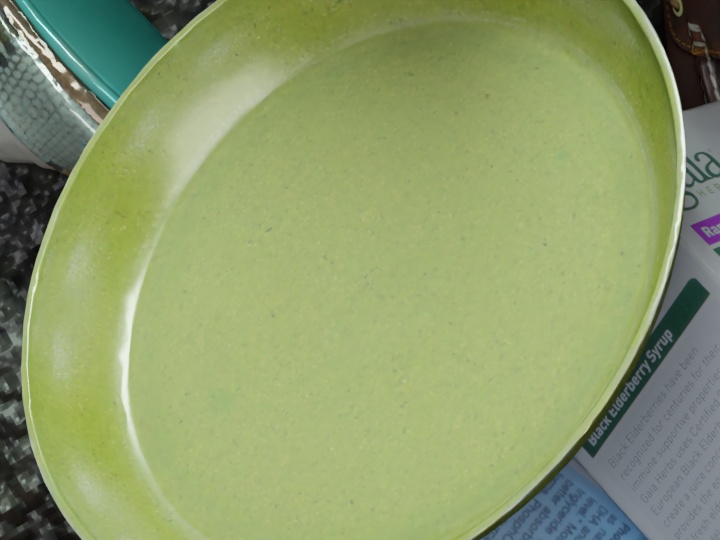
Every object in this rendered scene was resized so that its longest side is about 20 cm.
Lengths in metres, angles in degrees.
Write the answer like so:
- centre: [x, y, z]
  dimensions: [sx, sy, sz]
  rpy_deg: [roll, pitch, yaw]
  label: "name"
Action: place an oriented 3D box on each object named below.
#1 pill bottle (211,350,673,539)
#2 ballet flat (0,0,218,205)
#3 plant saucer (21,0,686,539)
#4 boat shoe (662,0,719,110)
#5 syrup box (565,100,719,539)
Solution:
- centre: [0.053, 0.105, 0.793]
  dimensions: [0.200, 0.109, 0.109]
  rpy_deg: [38, 94, 8]
  label: "pill bottle"
- centre: [-0.117, -0.083, 0.852]
  dimensions: [0.071, 0.069, 0.200]
  rpy_deg: [-43, 78, 23]
  label: "ballet flat"
- centre: [0.000, 0.000, 0.739]
  dimensions: [0.200, 0.031, 0.200]
  rpy_deg: [-16, 56, 25]
  label: "plant saucer"
- centre: [0.117, -0.096, 0.810]
  dimensions: [0.070, 0.070, 0.200]
  rpy_deg: [-13, 88, 4]
  label: "boat shoe"
- centre: [0.129, 0.050, 0.750]
  dimensions: [0.200, 0.079, 0.081]
  rpy_deg: [49, 130, 22]
  label: "syrup box"
